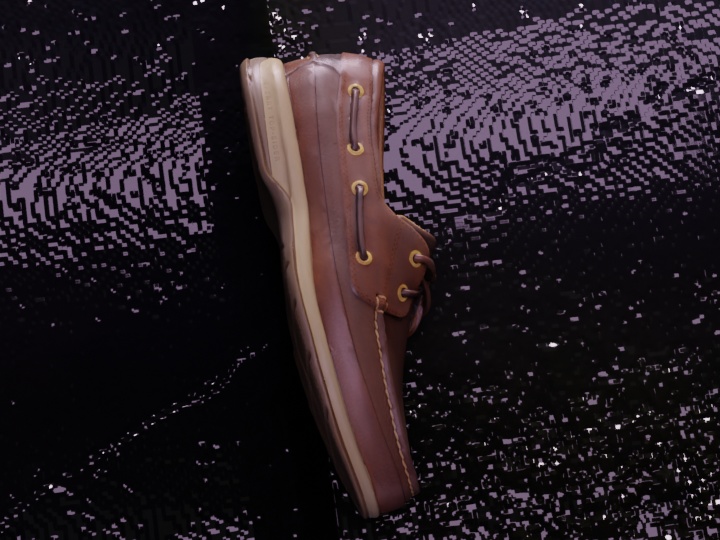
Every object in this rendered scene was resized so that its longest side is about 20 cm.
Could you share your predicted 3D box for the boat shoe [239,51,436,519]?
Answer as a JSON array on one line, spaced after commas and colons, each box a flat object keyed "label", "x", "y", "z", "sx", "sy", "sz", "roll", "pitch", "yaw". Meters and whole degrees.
[{"label": "boat shoe", "x": 0.000, "y": 0.000, "z": 0.807, "sx": 0.067, "sy": 0.072, "sz": 0.200, "roll": -11, "pitch": 73, "yaw": -4}]
